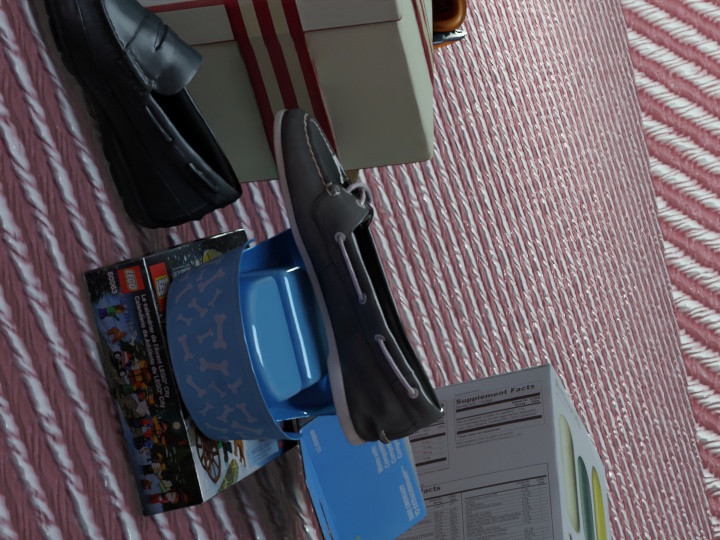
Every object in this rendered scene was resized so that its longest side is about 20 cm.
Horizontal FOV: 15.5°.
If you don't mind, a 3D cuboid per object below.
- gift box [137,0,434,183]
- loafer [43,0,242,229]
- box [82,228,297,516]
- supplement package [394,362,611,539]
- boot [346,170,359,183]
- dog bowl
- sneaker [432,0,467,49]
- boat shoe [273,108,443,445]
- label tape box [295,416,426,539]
[{"bbox_3d":[-0.054,-0.184,1.600,0.187,0.184,0.201,74,8,-51],"label":"gift box"},{"bbox_3d":[-0.123,-0.116,1.472,0.068,0.070,0.201,-81,154,-57],"label":"loafer"},{"bbox_3d":[-0.093,0.053,1.504,0.200,0.038,0.137,-24,101,-76],"label":"box"},{"bbox_3d":[0.091,0.200,1.858,0.152,0.150,0.201,59,23,-49],"label":"supplement package"},{"bbox_3d":[-0.020,-0.137,1.927,0.076,0.073,0.201,84,10,-52],"label":"boot"},{"bbox_3d":[-0.058,0.038,1.477,0.200,0.049,0.112,-24,101,-76],"label":"dog bowl"},{"bbox_3d":[0.033,-0.199,2.061,0.200,0.112,0.078,-69,144,-65],"label":"sneaker"},{"bbox_3d":[0.000,0.000,1.516,0.067,0.057,0.201,-23,100,-76],"label":"boat shoe"},{"bbox_3d":[-0.005,0.095,1.659,0.145,0.063,0.200,73,3,-45],"label":"label tape box"}]
